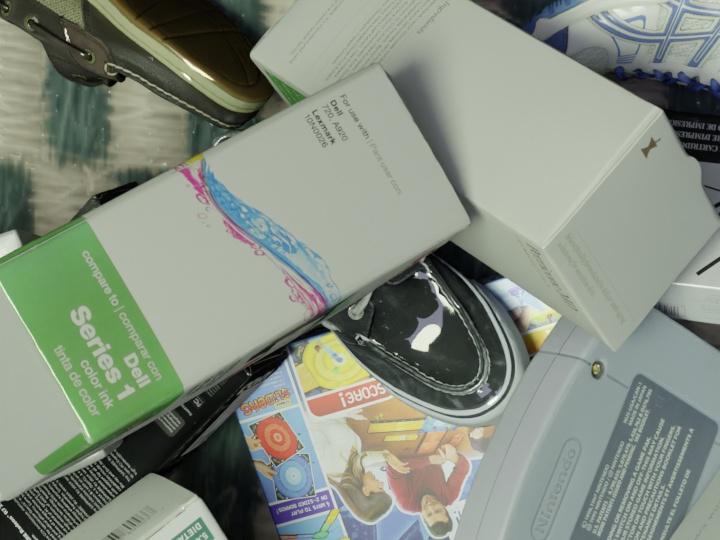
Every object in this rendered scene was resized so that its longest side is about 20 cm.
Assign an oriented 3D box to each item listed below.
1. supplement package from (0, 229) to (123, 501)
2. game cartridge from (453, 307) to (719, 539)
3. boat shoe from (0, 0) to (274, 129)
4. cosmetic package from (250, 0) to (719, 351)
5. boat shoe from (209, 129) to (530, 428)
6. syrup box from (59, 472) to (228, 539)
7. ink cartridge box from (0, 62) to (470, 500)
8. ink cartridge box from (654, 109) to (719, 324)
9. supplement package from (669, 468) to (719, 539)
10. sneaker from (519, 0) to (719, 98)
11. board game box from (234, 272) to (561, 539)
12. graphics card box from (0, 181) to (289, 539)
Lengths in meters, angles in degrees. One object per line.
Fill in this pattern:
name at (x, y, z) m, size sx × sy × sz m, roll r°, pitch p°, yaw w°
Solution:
supplement package at (-0.229, 0.070, 1.029) m, size 0.200 × 0.117 × 0.117 m, roll -21°, pitch 90°, yaw -3°
game cartridge at (0.110, 0.116, 1.019) m, size 0.133 × 0.042 × 0.200 m, roll 31°, pitch 77°, yaw -31°
boat shoe at (-0.131, -0.126, 1.102) m, size 0.200 × 0.073 × 0.065 m, roll 38°, pitch 117°, yaw 18°
cosmetic package at (0.057, -0.062, 0.993) m, size 0.085 × 0.108 × 0.200 m, roll -48°, pitch 52°, yaw -6°
boat shoe at (0.000, 0.000, 1.061) m, size 0.072 × 0.068 × 0.200 m, roll -46°, pitch 69°, yaw 7°
syrup box at (-0.071, 0.206, 1.072) m, size 0.079 × 0.081 × 0.200 m, roll -36°, pitch 107°, yaw -17°
ink cartridge box at (-0.072, 0.006, 0.927) m, size 0.200 × 0.145 × 0.084 m, roll -30°, pitch 88°, yaw -27°
ink cartridge box at (0.190, -0.022, 1.029) m, size 0.200 × 0.044 × 0.094 m, roll 8°, pitch 66°, yaw 12°
supplement package at (0.213, 0.149, 0.964) m, size 0.111 × 0.156 × 0.200 m, roll 43°, pitch 68°, yaw -8°
sneaker at (0.168, -0.109, 1.023) m, size 0.200 × 0.075 × 0.088 m, roll -18°, pitch 92°, yaw 17°
board game box at (0.042, 0.081, 1.109) m, size 0.200 × 0.034 × 0.135 m, roll -17°, pitch 95°, yaw 17°
graphics card box at (-0.146, 0.065, 1.126) m, size 0.125 × 0.051 × 0.200 m, roll 48°, pitch 117°, yaw 9°
